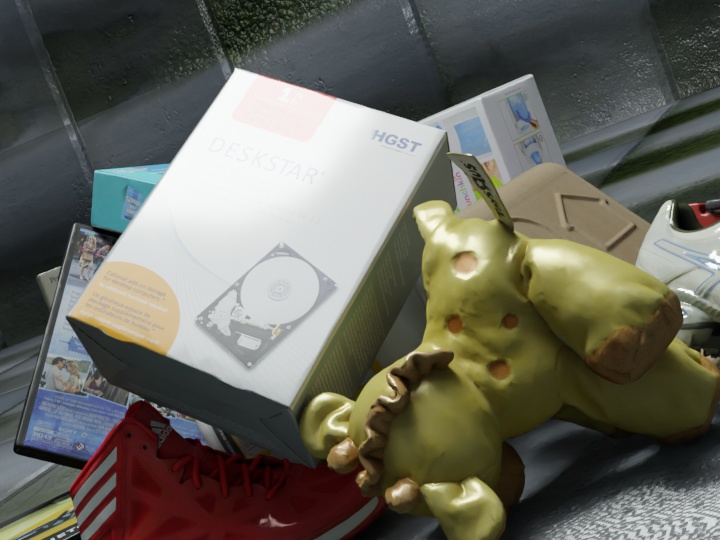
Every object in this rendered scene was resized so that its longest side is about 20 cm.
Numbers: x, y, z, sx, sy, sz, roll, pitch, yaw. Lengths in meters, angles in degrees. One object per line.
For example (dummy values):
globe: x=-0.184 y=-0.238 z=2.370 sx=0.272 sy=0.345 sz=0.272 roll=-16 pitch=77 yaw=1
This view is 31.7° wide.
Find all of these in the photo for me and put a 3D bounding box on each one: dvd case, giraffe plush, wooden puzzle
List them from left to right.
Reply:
dvd case: x=-0.172 y=0.064 z=0.969 sx=0.141 sy=0.202 sz=0.018 roll=16 pitch=-36 yaw=-13
giraffe plush: x=0.066 y=0.066 z=0.665 sx=0.163 sy=0.200 sz=0.172 roll=-55 pitch=23 yaw=-16
wooden puzzle: x=0.161 y=0.007 z=0.855 sx=0.185 sy=0.199 sz=0.047 roll=-30 pitch=-33 yaw=-54

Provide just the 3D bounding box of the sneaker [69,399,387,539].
sneaker: x=-0.086 y=0.124 z=0.750 sx=0.198 sy=0.117 sz=0.078 roll=-22 pitch=7 yaw=8

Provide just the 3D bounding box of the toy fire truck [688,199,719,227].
toy fire truck: x=0.308 y=-0.030 z=0.953 sx=0.198 sy=0.050 sz=0.140 roll=-6 pitch=-2 yaw=34

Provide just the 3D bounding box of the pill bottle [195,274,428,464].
pill bottle: x=-0.011 y=0.063 z=0.868 sx=0.199 sy=0.113 sz=0.112 roll=-33 pitch=4 yaw=12

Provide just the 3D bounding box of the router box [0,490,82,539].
router box: x=-0.239 y=0.209 z=0.846 sx=0.198 sy=0.053 sz=0.157 roll=-24 pitch=6 yaw=-21

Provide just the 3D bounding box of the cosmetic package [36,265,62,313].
cosmetic package: x=-0.186 y=0.080 z=1.061 sx=0.102 sy=0.202 sz=0.073 roll=-24 pitch=4 yaw=-14

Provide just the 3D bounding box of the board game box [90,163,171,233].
board game box: x=-0.092 y=-0.047 z=1.024 sx=0.198 sy=0.048 sz=0.151 roll=13 pitch=13 yaw=25

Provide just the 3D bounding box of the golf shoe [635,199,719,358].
golf shoe: x=0.226 y=0.001 z=0.674 sx=0.078 sy=0.099 sz=0.198 roll=17 pitch=-8 yaw=-43

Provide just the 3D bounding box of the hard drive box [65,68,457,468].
hard drive box: x=-0.053 y=-0.007 z=0.762 sx=0.154 sy=0.077 sz=0.201 roll=18 pitch=61 yaw=21

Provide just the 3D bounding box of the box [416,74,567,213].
box: x=0.127 y=-0.058 z=1.160 sx=0.112 sy=0.202 sz=0.101 roll=-18 pitch=6 yaw=40
